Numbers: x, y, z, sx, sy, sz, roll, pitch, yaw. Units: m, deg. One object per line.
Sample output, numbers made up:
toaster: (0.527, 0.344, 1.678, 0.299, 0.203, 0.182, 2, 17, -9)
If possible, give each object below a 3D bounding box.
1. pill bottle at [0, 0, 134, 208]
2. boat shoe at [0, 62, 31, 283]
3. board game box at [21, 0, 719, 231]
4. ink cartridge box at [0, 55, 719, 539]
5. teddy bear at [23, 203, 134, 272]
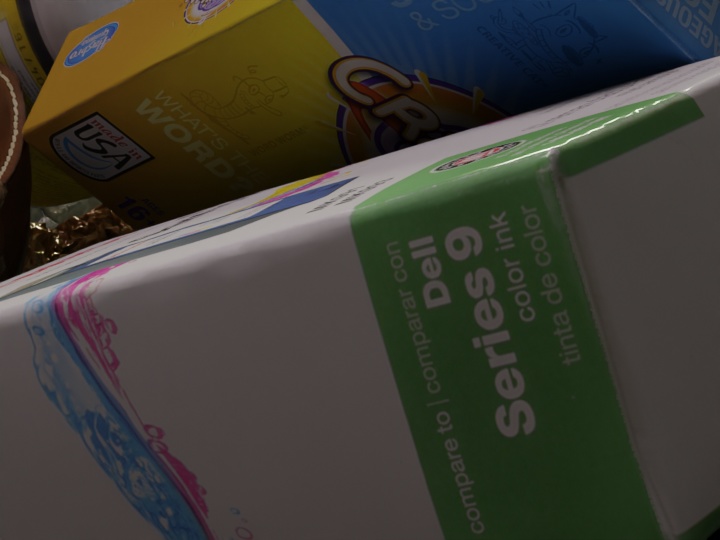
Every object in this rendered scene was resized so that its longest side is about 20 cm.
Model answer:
pill bottle: (-0.095, -0.081, 0.885, 0.112, 0.112, 0.200, -20, 4, -32)
boat shoe: (-0.122, -0.013, 0.684, 0.200, 0.076, 0.074, -74, 10, -58)
board game box: (0.028, -0.033, 0.706, 0.200, 0.153, 0.040, -22, 37, 47)
ink cartridge box: (-0.005, 0.024, 0.598, 0.200, 0.088, 0.145, -17, 4, 30)
teddy bear: (-0.078, 0.004, 1.000, 0.200, 0.067, 0.145, -27, -12, 8)
